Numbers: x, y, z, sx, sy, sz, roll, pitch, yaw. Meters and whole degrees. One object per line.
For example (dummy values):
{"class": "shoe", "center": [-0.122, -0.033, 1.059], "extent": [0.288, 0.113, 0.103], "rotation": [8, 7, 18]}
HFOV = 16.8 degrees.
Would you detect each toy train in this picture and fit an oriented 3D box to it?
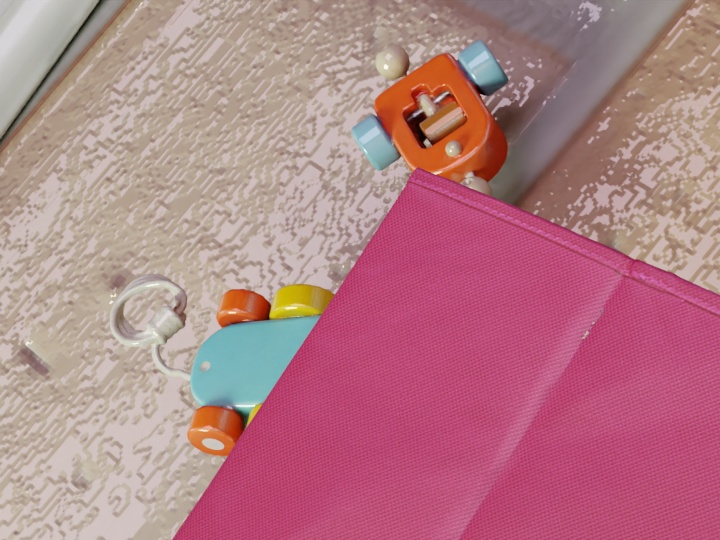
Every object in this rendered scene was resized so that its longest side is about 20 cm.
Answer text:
{"class": "toy train", "center": [0.000, 0.000, 1.022], "extent": [0.200, 0.056, 0.150], "rotation": [-37, 47, 1]}

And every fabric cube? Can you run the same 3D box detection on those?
{"class": "fabric cube", "center": [0.075, 0.121, 0.798], "extent": [0.200, 0.196, 0.199], "rotation": [25, 76, 39]}

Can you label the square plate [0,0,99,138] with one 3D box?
{"class": "square plate", "center": [-0.237, -0.123, 1.263], "extent": [0.198, 0.028, 0.200], "rotation": [25, 76, 39]}
